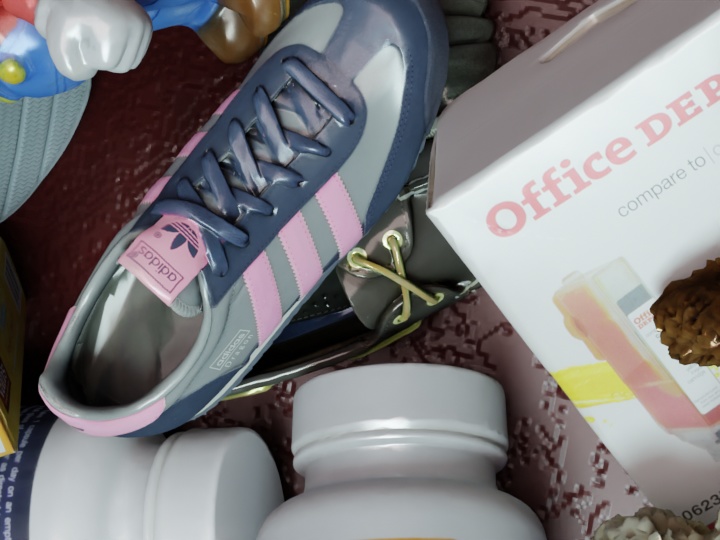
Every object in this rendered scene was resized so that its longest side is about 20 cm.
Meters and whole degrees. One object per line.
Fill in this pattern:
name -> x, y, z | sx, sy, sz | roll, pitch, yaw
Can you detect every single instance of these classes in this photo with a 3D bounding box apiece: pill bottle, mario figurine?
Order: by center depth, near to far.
mario figurine -> -0.125, -0.069, 0.720 | 0.199, 0.124, 0.106 | -13, 52, -12
pill bottle -> 0.016, 0.141, 0.746 | 0.110, 0.111, 0.201 | -7, 69, 18
pill bottle -> -0.135, 0.110, 0.811 | 0.199, 0.111, 0.112 | -6, 91, 18

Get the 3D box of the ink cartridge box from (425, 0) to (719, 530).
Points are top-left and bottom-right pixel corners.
ink cartridge box -> 0.135, 0.001, 0.696 | 0.145, 0.084, 0.200 | -34, 107, 17

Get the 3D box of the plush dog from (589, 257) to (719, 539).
plush dog -> 0.170, 0.065, 0.607 | 0.199, 0.160, 0.173 | 6, 82, 0

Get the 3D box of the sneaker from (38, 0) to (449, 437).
sneaker -> -0.041, -0.019, 0.709 | 0.070, 0.082, 0.201 | 37, 108, 14

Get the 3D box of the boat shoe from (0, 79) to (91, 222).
boat shoe -> -0.145, -0.108, 0.813 | 0.067, 0.073, 0.201 | 47, 129, 31

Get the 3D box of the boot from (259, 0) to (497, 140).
boot -> -0.036, -0.111, 0.796 | 0.199, 0.068, 0.132 | 7, 101, 19

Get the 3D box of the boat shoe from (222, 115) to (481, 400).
boat shoe -> 0.000, 0.000, 0.777 | 0.200, 0.061, 0.072 | -22, 123, 22

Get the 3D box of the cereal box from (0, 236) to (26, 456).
cereal box -> -0.231, 0.055, 0.796 | 0.199, 0.144, 0.040 | -18, 114, 1
